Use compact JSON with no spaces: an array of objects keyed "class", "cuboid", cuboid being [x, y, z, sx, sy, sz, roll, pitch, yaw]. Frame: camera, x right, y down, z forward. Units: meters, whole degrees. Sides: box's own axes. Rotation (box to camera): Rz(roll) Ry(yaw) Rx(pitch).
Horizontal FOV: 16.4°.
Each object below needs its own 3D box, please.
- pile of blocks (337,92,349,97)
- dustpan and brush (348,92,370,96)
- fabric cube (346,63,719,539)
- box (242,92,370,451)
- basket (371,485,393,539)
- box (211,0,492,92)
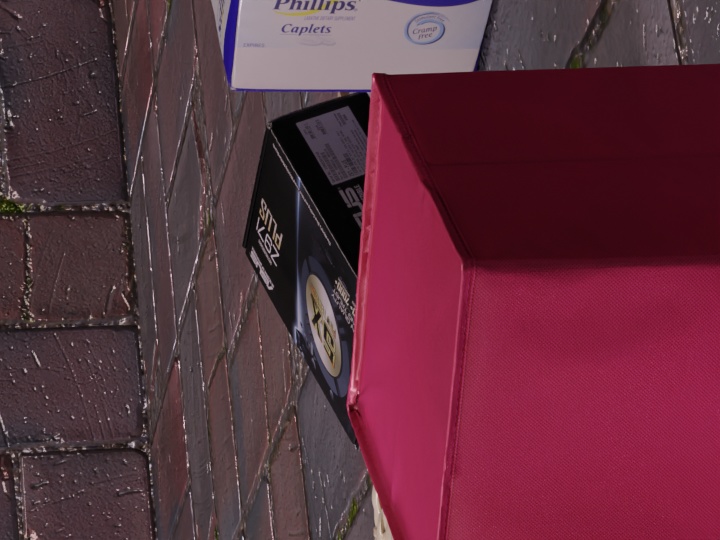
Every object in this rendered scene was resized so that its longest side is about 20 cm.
[{"class":"pile of blocks","cuboid":[-0.003,-0.203,2.027,0.082,0.062,0.201,132,135,-73]},{"class":"dustpan and brush","cuboid":[0.027,-0.058,1.897,0.201,0.057,0.140,58,158,14]},{"class":"fabric cube","cuboid":[0.112,0.031,1.176,0.200,0.198,0.197,-111,21,-58]},{"class":"box","cuboid":[0.000,0.000,1.840,0.201,0.086,0.164,60,156,25]},{"class":"basket","cuboid":[0.078,0.203,1.548,0.136,0.123,0.201,-179,88,-77]},{"class":"box","cuboid":[-0.016,-0.229,1.788,0.105,0.183,0.201,102,163,-44]}]
